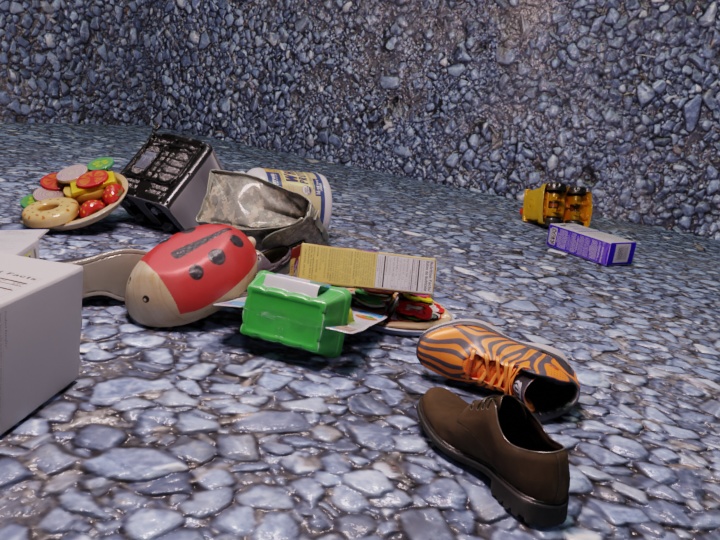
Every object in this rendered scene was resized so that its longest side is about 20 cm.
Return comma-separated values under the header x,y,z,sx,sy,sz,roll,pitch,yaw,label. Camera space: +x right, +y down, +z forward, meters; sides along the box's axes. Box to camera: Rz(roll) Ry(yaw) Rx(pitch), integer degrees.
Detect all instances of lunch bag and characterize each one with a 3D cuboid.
x,y,z,sx,sy,sz,roll,pitch,yaw,label
-0.158,-0.083,1.216,0.196,0.120,0.164,10,-15,11,lunch bag

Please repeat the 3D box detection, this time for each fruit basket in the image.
x,y,z,sx,sy,sz,roll,pitch,yaw,label
-0.069,0.046,0.922,0.182,0.095,0.200,12,11,15,fruit basket

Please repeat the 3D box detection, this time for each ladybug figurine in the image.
x,y,z,sx,sy,sz,roll,pitch,yaw,label
-0.222,-0.004,0.930,0.135,0.073,0.199,34,52,29,ladybug figurine

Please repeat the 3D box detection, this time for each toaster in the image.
x,y,z,sx,sy,sz,roll,pitch,yaw,label
-0.388,-0.186,1.439,0.178,0.119,0.202,16,61,27,toaster

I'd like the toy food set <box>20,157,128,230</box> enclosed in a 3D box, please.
x,y,z,sx,sy,sz,roll,pitch,yaw,label
-0.539,-0.143,1.321,0.197,0.049,0.198,-20,39,-14,toy food set

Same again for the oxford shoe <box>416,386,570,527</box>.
x,y,z,sx,sy,sz,roll,pitch,yaw,label
0.125,0.147,0.661,0.072,0.086,0.199,-3,17,-33,oxford shoe

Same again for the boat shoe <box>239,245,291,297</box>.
x,y,z,sx,sy,sz,roll,pitch,yaw,label
-0.170,-0.001,1.094,0.071,0.066,0.199,15,16,26,boat shoe

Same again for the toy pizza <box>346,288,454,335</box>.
x,y,z,sx,sy,sz,roll,pitch,yaw,label
0.050,0.052,1.085,0.196,0.032,0.200,8,15,-2,toy pizza

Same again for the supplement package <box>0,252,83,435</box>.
x,y,z,sx,sy,sz,roll,pitch,yaw,label
-0.348,0.066,0.614,0.118,0.124,0.200,9,14,5,supplement package

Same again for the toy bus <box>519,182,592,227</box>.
x,y,z,sx,sy,sz,roll,pitch,yaw,label
0.606,-0.198,2.226,0.197,0.138,0.191,4,-1,-24,toy bus

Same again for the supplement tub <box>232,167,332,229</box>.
x,y,z,sx,sy,sz,roll,pitch,yaw,label
-0.171,-0.136,1.452,0.197,0.147,0.144,2,16,-25,supplement tub

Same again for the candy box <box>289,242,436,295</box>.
x,y,z,sx,sy,sz,roll,pitch,yaw,label
0.000,0.000,1.024,0.196,0.058,0.117,8,-3,-13,candy box

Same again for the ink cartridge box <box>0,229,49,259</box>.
x,y,z,sx,sy,sz,roll,pitch,yaw,label
-0.542,-0.012,0.929,0.194,0.048,0.200,-1,14,-4,ink cartridge box

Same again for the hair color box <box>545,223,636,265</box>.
x,y,z,sx,sy,sz,roll,pitch,yaw,label
0.593,-0.069,1.812,0.108,0.066,0.199,-2,20,-34,hair color box

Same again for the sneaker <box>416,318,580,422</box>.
x,y,z,sx,sy,sz,roll,pitch,yaw,label
0.163,0.115,0.817,0.196,0.079,0.112,9,13,1,sneaker

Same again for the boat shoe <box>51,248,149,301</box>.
x,y,z,sx,sy,sz,roll,pitch,yaw,label
-0.357,0.005,0.951,0.197,0.074,0.062,-9,19,-36,boat shoe
